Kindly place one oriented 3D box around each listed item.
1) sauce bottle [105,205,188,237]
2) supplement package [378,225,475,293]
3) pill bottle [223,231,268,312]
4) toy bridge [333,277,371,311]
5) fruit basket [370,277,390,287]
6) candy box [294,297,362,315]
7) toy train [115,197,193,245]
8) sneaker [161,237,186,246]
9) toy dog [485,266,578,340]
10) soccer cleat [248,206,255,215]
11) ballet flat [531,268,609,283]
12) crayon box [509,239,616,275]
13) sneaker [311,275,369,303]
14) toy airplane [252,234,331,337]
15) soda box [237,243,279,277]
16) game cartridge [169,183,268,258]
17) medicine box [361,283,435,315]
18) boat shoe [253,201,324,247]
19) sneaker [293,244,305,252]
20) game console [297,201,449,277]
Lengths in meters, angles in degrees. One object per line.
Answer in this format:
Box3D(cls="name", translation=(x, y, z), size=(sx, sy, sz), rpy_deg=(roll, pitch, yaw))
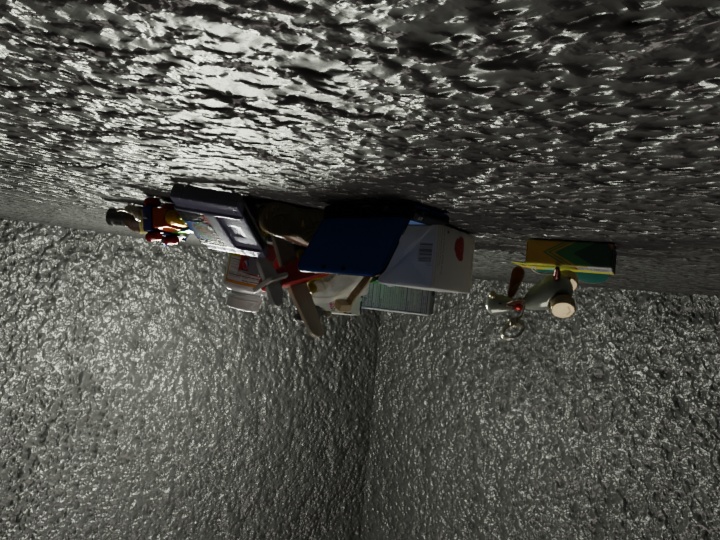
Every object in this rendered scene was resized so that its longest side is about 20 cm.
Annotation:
Box3D(cls="sauce bottle", translation=(-0.494, -0.117, 1.367), size=(0.193, 0.067, 0.065), rpy_deg=(7, 178, 8))
Box3D(cls="supplement package", translation=(0.137, -0.024, 1.163), size=(0.117, 0.126, 0.198), rpy_deg=(4, 178, 32))
Box3D(cls="pill bottle", translation=(-0.248, -0.015, 1.328), size=(0.106, 0.207, 0.109), rpy_deg=(11, -179, 0))
Box3D(cls="toy bridge", translation=(0.000, 0.000, 1.273), size=(0.066, 0.205, 0.027), rpy_deg=(2, -154, -40))
Box3D(cls="fruit basket", translation=(0.037, -0.030, 1.413), size=(0.196, 0.097, 0.183), rpy_deg=(17, 154, -36))
Box3D(cls="candy box", translation=(-0.073, 0.005, 1.490), size=(0.164, 0.207, 0.071), rpy_deg=(8, 177, -35))
Box3D(cls="toy train", translation=(-0.379, -0.106, 1.167), size=(0.112, 0.088, 0.200), rpy_deg=(-5, 176, 11))
Box3D(cls="sneaker", translation=(-0.536, -0.106, 1.699), size=(0.076, 0.078, 0.199), rpy_deg=(3, -179, -21))
Box3D(cls="toy dog", translation=(0.348, 0.042, 1.195), size=(0.195, 0.098, 0.133), rpy_deg=(-24, -147, 11))
Box3D(cls="soccer cleat", translation=(-0.229, -0.103, 1.163), size=(0.076, 0.068, 0.200), rpy_deg=(-33, -179, -18))
Box3D(cls="ballet flat", translation=(0.474, -0.018, 1.347), size=(0.194, 0.070, 0.067), rpy_deg=(12, -163, -9))
Box3D(cls="crayon box", translation=(0.416, -0.028, 1.200), size=(0.195, 0.053, 0.126), rpy_deg=(5, 177, 27))
Box3D(cls="sneaker", translation=(-0.053, 0.002, 1.303), size=(0.196, 0.118, 0.073), rpy_deg=(-10, -143, -39))
Box3D(cls="toy airplane", translation=(-0.129, 0.009, 1.186), size=(0.195, 0.205, 0.141), rpy_deg=(26, 160, -14))
Box3D(cls="soda box", translation=(-0.176, -0.007, 1.283), size=(0.062, 0.072, 0.199), rpy_deg=(9, 172, 32))
Box3D(cls="game cartridge", translation=(-0.245, -0.081, 1.034), size=(0.125, 0.040, 0.201), rpy_deg=(6, 158, 8))
Box3D(cls="medicine box", translation=(0.108, 0.021, 1.610), size=(0.194, 0.189, 0.103), rpy_deg=(5, 178, 15))
Box3D(cls="boat shoe", translation=(-0.110, -0.083, 1.102), size=(0.196, 0.074, 0.067), rpy_deg=(15, 178, -33))
Box3D(cls="sneaker", translation=(-0.091, -0.066, 1.325), size=(0.076, 0.078, 0.197), rpy_deg=(8, 176, -43))
Box3D(cls="game console", translation=(0.021, -0.046, 0.961), size=(0.196, 0.122, 0.168), rpy_deg=(5, 178, 44))
